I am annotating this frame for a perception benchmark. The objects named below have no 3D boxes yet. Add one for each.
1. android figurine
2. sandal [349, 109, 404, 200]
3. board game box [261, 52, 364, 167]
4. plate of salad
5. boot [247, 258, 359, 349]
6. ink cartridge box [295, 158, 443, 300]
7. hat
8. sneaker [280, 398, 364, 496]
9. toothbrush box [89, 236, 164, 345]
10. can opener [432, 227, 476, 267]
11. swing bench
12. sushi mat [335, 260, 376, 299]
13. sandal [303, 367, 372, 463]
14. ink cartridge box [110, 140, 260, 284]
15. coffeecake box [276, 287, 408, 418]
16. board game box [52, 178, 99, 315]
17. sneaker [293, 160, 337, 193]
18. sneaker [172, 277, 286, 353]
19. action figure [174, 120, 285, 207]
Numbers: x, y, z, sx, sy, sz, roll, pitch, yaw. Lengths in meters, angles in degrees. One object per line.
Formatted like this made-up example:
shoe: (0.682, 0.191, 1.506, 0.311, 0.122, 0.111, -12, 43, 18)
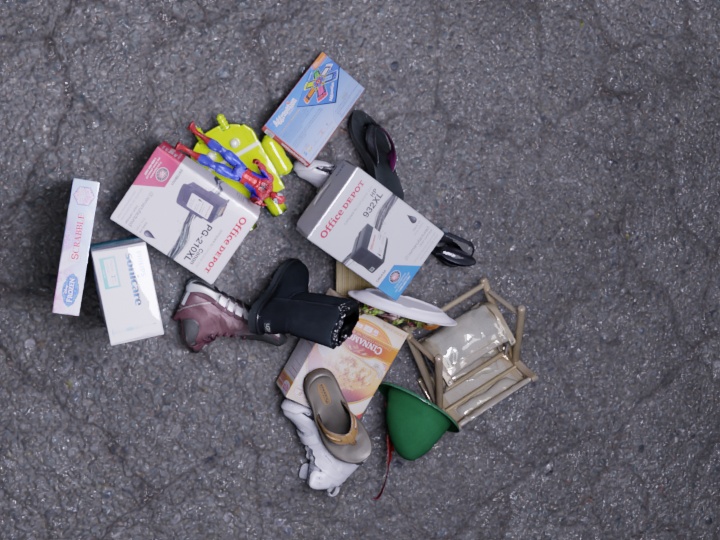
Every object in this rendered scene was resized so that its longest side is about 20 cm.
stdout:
android figurine: (-0.213, -0.169, 1.506, 0.181, 0.041, 0.201, -27, 106, 1)
sandal: (0.039, -0.208, 1.558, 0.075, 0.048, 0.201, 0, 60, -41)
board game box: (-0.080, -0.282, 1.526, 0.103, 0.019, 0.200, 40, 60, -12)
plate of salad: (0.071, 0.074, 1.528, 0.199, 0.200, 0.048, 14, 97, -20)
boot: (-0.077, 0.057, 1.486, 0.167, 0.200, 0.077, 9, 122, 17)
ink cartridge box: (0.015, -0.067, 1.469, 0.200, 0.084, 0.145, 35, 92, -23)
hat: (0.072, 0.326, 1.581, 0.200, 0.165, 0.177, 46, 67, -41)
sneaker: (-0.085, 0.324, 1.590, 0.200, 0.075, 0.115, 40, 79, -21)
toothbrush box: (-0.376, 0.027, 1.396, 0.085, 0.200, 0.147, -12, 99, -18)
can opener: (0.125, -0.061, 1.641, 0.199, 0.079, 0.064, 23, 79, -7)
swing bench: (0.208, 0.159, 1.647, 0.198, 0.130, 0.201, -29, 128, -16)
sushi mat: (0.000, 0.000, 1.575, 0.095, 0.012, 0.201, -14, 130, -20)
sandal: (-0.036, 0.261, 1.531, 0.081, 0.055, 0.201, -27, 111, -15)
ink cartridge box: (-0.286, -0.095, 1.452, 0.200, 0.084, 0.145, 34, 99, -13)
coffeecake box: (-0.033, 0.158, 1.575, 0.153, 0.073, 0.201, 28, 94, -25)
board game box: (-0.445, -0.041, 1.366, 0.041, 0.200, 0.201, 9, 91, -18)
sneaker: (-0.040, -0.118, 1.560, 0.199, 0.075, 0.115, 22, 86, -21)
sneaker: (-0.236, 0.107, 1.528, 0.199, 0.076, 0.116, 32, 91, -10)
action figure: (-0.204, -0.166, 1.435, 0.200, 0.099, 0.065, 33, 86, -17)
